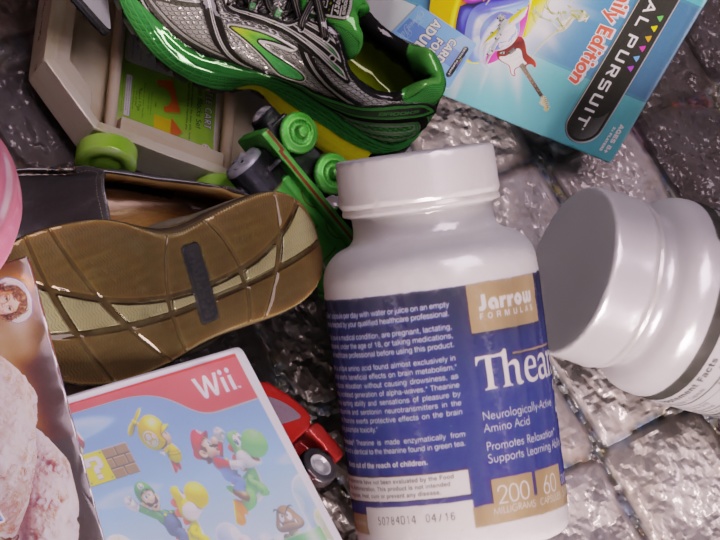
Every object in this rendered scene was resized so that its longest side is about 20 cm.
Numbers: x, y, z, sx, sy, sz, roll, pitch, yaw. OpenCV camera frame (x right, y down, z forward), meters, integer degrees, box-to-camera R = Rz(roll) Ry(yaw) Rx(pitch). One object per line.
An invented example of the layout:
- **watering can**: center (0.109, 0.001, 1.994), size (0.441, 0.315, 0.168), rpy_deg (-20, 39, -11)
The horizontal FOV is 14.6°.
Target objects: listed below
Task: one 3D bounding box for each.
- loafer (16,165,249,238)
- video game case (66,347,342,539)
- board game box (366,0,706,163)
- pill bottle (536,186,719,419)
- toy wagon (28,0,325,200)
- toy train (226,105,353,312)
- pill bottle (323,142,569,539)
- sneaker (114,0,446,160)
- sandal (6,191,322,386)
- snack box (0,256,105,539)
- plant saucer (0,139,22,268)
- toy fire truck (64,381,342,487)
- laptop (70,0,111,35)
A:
- **loafer**: center (-0.145, -0.027, 1.415), size (0.199, 0.072, 0.073), rpy_deg (0, 63, -33)
- **video game case**: center (-0.064, 0.139, 1.311), size (0.142, 0.017, 0.201), rpy_deg (-15, 71, -45)
- **board game box**: center (0.095, -0.163, 1.590), size (0.199, 0.152, 0.047), rpy_deg (19, 20, -30)
- **pill bottle**: center (0.201, 0.025, 1.583), size (0.199, 0.114, 0.115), rpy_deg (16, 55, -24)
- **toy wagon**: center (-0.082, -0.099, 1.525), size (0.199, 0.040, 0.156), rpy_deg (19, 54, -23)
- **toy train**: center (0.000, 0.000, 1.489), size (0.200, 0.042, 0.056), rpy_deg (50, 64, -15)
- **pill bottle**: center (0.041, 0.040, 1.425), size (0.110, 0.111, 0.202), rpy_deg (-10, 93, -37)
- **sneaker**: center (-0.042, -0.134, 1.488), size (0.199, 0.085, 0.078), rpy_deg (27, 50, -18)
- **sandal**: center (-0.106, 0.007, 1.377), size (0.199, 0.054, 0.081), rpy_deg (-16, 96, -40)
- **snack box**: center (-0.157, 0.098, 1.257), size (0.071, 0.024, 0.201), rpy_deg (-15, 75, -7)
- **plant saucer**: center (-0.256, -0.031, 1.284), size (0.199, 0.051, 0.201), rpy_deg (-5, 40, 4)
- **toy fire truck**: center (-0.106, 0.095, 1.364), size (0.141, 0.049, 0.200), rpy_deg (47, 38, 1)
- **laptop**: center (-0.144, -0.265, 1.438), size (0.200, 0.115, 0.188), rpy_deg (49, 24, -45)
